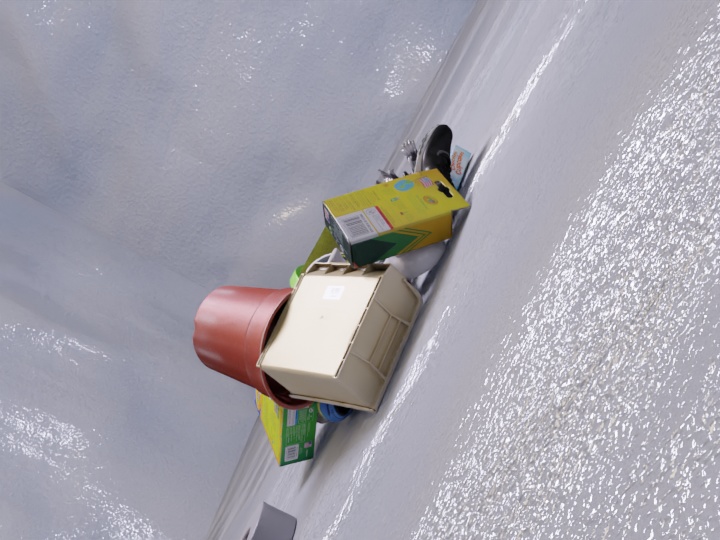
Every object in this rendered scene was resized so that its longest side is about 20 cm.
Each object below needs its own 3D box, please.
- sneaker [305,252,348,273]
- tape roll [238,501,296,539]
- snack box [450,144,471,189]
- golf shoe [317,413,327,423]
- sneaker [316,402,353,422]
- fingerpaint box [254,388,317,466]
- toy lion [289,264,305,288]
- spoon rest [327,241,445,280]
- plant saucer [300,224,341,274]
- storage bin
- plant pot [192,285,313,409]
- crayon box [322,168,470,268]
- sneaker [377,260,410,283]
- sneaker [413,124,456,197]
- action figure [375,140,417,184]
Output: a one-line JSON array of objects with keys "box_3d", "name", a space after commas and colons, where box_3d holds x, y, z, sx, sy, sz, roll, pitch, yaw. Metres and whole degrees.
[{"box_3d": [0.000, 0.000, 1.738, 0.085, 0.197, 0.076, 179, 82, -72], "name": "sneaker"}, {"box_3d": [-0.180, 0.494, 1.666, 0.202, 0.066, 0.200, -62, 4, 8], "name": "tape roll"}, {"box_3d": [0.129, -0.120, 1.776, 0.200, 0.037, 0.117, -57, 8, 54], "name": "snack box"}, {"box_3d": [-0.055, 0.193, 1.788, 0.076, 0.091, 0.201, -72, 9, -55], "name": "golf shoe"}, {"box_3d": [-0.005, 0.157, 1.641, 0.202, 0.065, 0.078, -65, 17, -18], "name": "sneaker"}, {"box_3d": [-0.136, 0.225, 1.819, 0.168, 0.072, 0.202, -120, 27, -44], "name": "fingerpaint box"}, {"box_3d": [-0.060, 0.062, 1.971, 0.069, 0.199, 0.191, -59, -13, 20], "name": "toy lion"}, {"box_3d": [0.046, -0.015, 1.572, 0.198, 0.061, 0.100, -7, 39, 32], "name": "spoon rest"}, {"box_3d": [0.001, -0.060, 1.957, 0.199, 0.048, 0.201, -14, -35, -43], "name": "plant saucer"}, {"box_3d": [-0.031, 0.093, 1.503, 0.199, 0.094, 0.200, 1, 58, 49], "name": "storage bin"}, {"box_3d": [-0.164, 0.112, 1.664, 0.194, 0.201, 0.203, 10, 66, 39], "name": "plant pot"}, {"box_3d": [0.055, -0.083, 1.520, 0.127, 0.198, 0.051, -123, 20, -49], "name": "crayon box"}, {"box_3d": [0.053, 0.028, 1.632, 0.075, 0.080, 0.201, -42, 24, 33], "name": "sneaker"}, {"box_3d": [0.131, -0.138, 1.626, 0.076, 0.087, 0.202, 32, -106, -59], "name": "sneaker"}, {"box_3d": [0.086, -0.178, 1.889, 0.118, 0.103, 0.200, -37, -3, 28], "name": "action figure"}]
